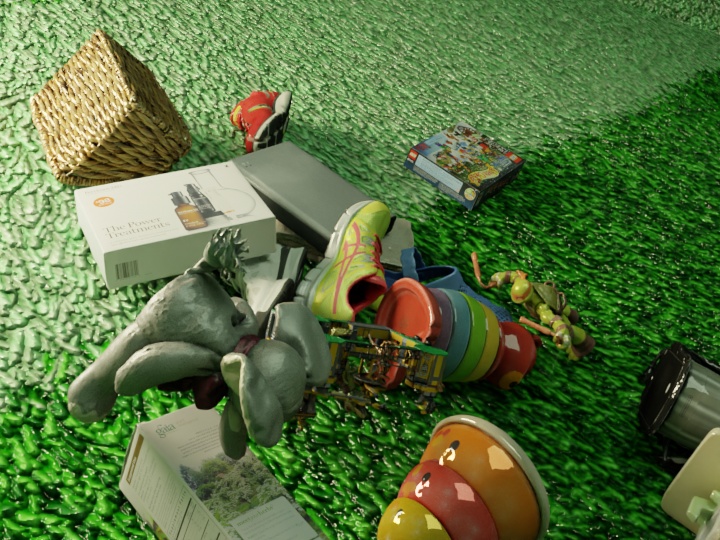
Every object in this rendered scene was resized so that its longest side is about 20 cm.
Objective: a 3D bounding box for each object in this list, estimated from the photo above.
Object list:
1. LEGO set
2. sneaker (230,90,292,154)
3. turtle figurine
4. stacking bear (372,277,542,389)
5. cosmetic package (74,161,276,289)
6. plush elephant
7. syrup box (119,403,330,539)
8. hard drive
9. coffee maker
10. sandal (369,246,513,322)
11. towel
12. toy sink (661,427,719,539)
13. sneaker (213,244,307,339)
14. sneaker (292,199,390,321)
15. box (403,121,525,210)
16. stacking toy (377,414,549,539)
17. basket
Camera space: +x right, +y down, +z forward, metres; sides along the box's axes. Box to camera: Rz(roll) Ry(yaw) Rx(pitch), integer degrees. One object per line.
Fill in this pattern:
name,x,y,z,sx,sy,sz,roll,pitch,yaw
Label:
LEGO set,-0.016,0.118,1.000,0.198,0.118,0.153,8,8,-43
sneaker,-0.154,-0.214,1.462,0.083,0.078,0.201,10,26,0
turtle figurine,0.234,0.043,1.279,0.161,0.065,0.200,34,8,-41
stacking bear,0.123,0.086,1.165,0.197,0.122,0.115,17,38,-28
cosmetic package,-0.214,-0.057,1.137,0.197,0.052,0.151,-14,34,-23
plush elephant,-0.110,0.082,0.824,0.155,0.200,0.164,48,31,8
syrup box,-0.116,0.211,0.844,0.078,0.082,0.199,-14,46,-46
hard drive,-0.066,-0.096,1.308,0.199,0.033,0.139,36,35,21
coffee maker,0.457,0.177,1.214,0.198,0.136,0.192,27,32,5
sandal,0.105,0.033,1.242,0.197,0.088,0.080,19,30,-10
towel,-0.021,-0.049,1.330,0.197,0.035,0.133,17,32,-7
toy sink,0.414,0.287,1.031,0.199,0.132,0.112,35,34,16
sneaker,-0.134,0.020,1.136,0.113,0.077,0.201,14,24,1
sneaker,0.000,0.000,1.178,0.089,0.079,0.202,13,55,25
box,0.175,-0.178,1.636,0.136,0.038,0.199,34,34,16
stacking toy,0.065,0.240,0.903,0.199,0.148,0.146,-31,59,-35
basket,-0.326,-0.188,1.307,0.142,0.149,0.201,38,13,-48
